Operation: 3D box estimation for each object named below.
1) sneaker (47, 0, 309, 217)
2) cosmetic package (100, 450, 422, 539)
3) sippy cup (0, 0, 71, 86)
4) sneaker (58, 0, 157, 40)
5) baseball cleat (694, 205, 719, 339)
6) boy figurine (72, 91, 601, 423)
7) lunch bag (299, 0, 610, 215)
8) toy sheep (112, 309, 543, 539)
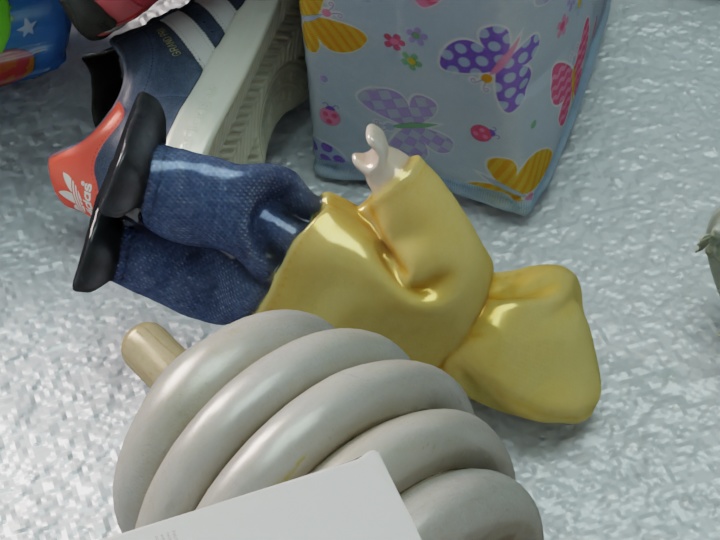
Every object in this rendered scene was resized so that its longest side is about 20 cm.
[{"bbox_3d":[-0.068,-0.091,0.824,0.084,0.075,0.201,8,42,19],"label":"sneaker"},{"bbox_3d":[-0.022,0.139,0.510,0.082,0.201,0.051,-18,47,-15],"label":"cosmetic package"},{"bbox_3d":[-0.195,-0.126,0.827,0.129,0.140,0.179,-10,58,-24],"label":"sippy cup"},{"bbox_3d":[-0.078,-0.160,0.813,0.086,0.074,0.200,-24,14,21],"label":"sneaker"},{"bbox_3d":[0.217,0.036,0.708,0.106,0.070,0.200,-25,60,-29],"label":"baseball cleat"},{"bbox_3d":[0.000,0.000,0.704,0.198,0.125,0.065,17,40,-8],"label":"boy figurine"},{"bbox_3d":[0.046,-0.154,0.815,0.126,0.170,0.201,12,50,17],"label":"lunch bag"},{"bbox_3d":[-0.015,0.081,0.614,0.200,0.139,0.138,35,56,30],"label":"toy sheep"}]
